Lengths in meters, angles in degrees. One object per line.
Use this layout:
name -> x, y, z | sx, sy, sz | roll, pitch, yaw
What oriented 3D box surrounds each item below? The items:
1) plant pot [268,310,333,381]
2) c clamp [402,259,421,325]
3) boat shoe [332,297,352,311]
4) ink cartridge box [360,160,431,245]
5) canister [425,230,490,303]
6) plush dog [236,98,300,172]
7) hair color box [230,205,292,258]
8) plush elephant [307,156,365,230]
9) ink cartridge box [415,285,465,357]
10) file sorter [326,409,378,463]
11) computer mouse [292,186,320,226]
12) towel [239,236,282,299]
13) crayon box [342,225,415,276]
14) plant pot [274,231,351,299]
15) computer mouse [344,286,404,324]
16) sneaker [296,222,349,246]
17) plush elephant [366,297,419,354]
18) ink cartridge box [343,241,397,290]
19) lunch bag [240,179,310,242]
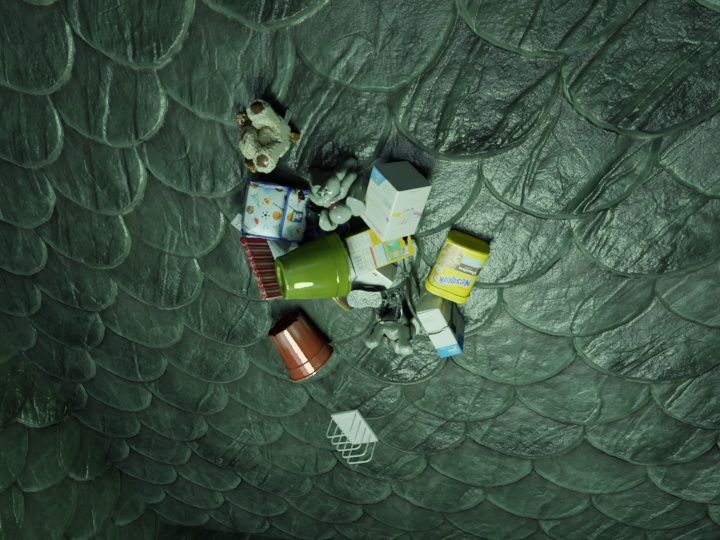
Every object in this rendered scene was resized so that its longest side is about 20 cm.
plant pot -> -0.233, 0.271, 2.002 | 0.199, 0.201, 0.197 | -22, 109, 31
c clamp -> 0.175, 0.074, 1.747 | 0.027, 0.173, 0.201 | -12, 136, 16
boat shoe -> -0.077, 0.067, 1.855 | 0.067, 0.072, 0.200 | -37, 123, 7
ink cartridge box -> 0.095, -0.189, 1.537 | 0.129, 0.124, 0.202 | 52, 142, 33
canister -> 0.300, -0.012, 1.662 | 0.146, 0.087, 0.202 | 20, 129, 2
plush dog -> -0.285, -0.382, 1.559 | 0.170, 0.160, 0.204 | -1, 100, 36
hair color box -> -0.315, -0.134, 1.763 | 0.199, 0.100, 0.060 | 41, 129, -15
plush elephant -> -0.069, -0.211, 1.568 | 0.162, 0.201, 0.156 | -16, 124, 20
ink cartridge box -> 0.268, 0.160, 1.766 | 0.083, 0.146, 0.201 | -17, 120, 27
file sorter -> -0.038, 0.725, 2.321 | 0.137, 0.125, 0.201 | -17, 121, 29
computer mouse -> -0.161, -0.188, 1.620 | 0.058, 0.034, 0.200 | 38, 171, 34
towel -> -0.292, -0.010, 1.629 | 0.022, 0.144, 0.203 | -23, 85, 19
crayon box -> 0.057, -0.079, 1.659 | 0.197, 0.052, 0.128 | -20, 109, -5
plant pot -> -0.153, 0.002, 1.617 | 0.190, 0.201, 0.203 | -13, 132, -19
computer mouse -> 0.051, 0.111, 1.756 | 0.196, 0.046, 0.143 | -4, 117, 8
sneaker -> -0.120, -0.112, 1.725 | 0.198, 0.084, 0.081 | -21, 119, 29
plush elephant -> 0.124, 0.211, 1.848 | 0.162, 0.203, 0.155 | 0, 150, 20
ink cartridge box -> 0.000, 0.000, 1.772 | 0.199, 0.083, 0.147 | 35, 130, -10
lunch bag -> -0.259, -0.181, 1.655 | 0.197, 0.124, 0.173 | 9, 101, -18
